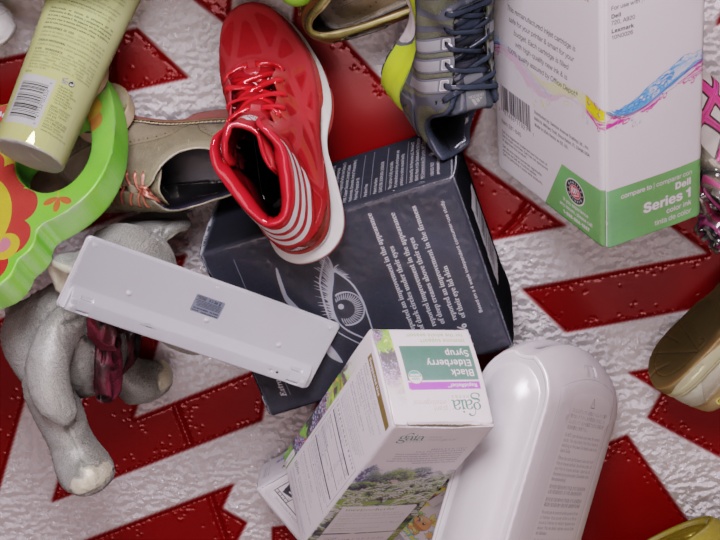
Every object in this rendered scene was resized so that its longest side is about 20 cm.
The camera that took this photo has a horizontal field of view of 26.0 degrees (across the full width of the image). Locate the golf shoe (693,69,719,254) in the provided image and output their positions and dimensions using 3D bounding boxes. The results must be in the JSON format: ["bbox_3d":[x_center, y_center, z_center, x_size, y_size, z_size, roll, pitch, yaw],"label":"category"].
[{"bbox_3d":[0.253,-0.107,1.134,0.092,0.073,0.200,-39,103,-18],"label":"golf shoe"}]

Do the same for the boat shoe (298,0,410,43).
[{"bbox_3d":[0.049,-0.213,1.084,0.200,0.068,0.072,-31,108,15],"label":"boat shoe"}]

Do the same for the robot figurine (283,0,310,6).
[{"bbox_3d":[-0.052,-0.264,1.001,0.115,0.200,0.176,21,119,17],"label":"robot figurine"}]

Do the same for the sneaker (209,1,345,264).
[{"bbox_3d":[-0.064,-0.112,1.066,0.078,0.116,0.201,-22,71,8],"label":"sneaker"}]

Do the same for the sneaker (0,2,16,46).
[{"bbox_3d":[-0.330,-0.224,1.096,0.199,0.075,0.100,27,115,-10],"label":"sneaker"}]

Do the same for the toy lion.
[{"bbox_3d":[-0.261,-0.051,1.110,0.199,0.192,0.069,-15,146,9],"label":"toy lion"}]

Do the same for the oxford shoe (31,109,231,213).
[{"bbox_3d":[-0.166,-0.075,1.159,0.199,0.075,0.071,-12,115,9],"label":"oxford shoe"}]

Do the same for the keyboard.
[{"bbox_3d":[-0.111,0.031,1.096,0.199,0.011,0.056,20,102,-26],"label":"keyboard"}]

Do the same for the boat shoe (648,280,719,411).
[{"bbox_3d":[0.311,0.031,1.193,0.066,0.074,0.200,34,115,-27],"label":"boat shoe"}]

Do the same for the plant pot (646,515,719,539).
[{"bbox_3d":[0.275,0.285,1.264,0.200,0.200,0.142,-30,85,16],"label":"plant pot"}]

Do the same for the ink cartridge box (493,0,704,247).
[{"bbox_3d":[0.158,-0.141,1.051,0.084,0.145,0.201,-18,124,-19],"label":"ink cartridge box"}]

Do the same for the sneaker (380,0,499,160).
[{"bbox_3d":[0.069,-0.152,1.052,0.074,0.081,0.200,-19,155,-16],"label":"sneaker"}]

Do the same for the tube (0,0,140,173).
[{"bbox_3d":[-0.194,-0.167,1.084,0.052,0.201,0.058,4,159,40],"label":"tube"}]

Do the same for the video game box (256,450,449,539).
[{"bbox_3d":[0.044,0.199,1.297,0.182,0.047,0.200,-31,111,18],"label":"video game box"}]

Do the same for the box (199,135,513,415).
[{"bbox_3d":[0.000,0.000,1.170,0.199,0.104,0.148,-15,114,11],"label":"box"}]

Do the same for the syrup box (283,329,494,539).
[{"bbox_3d":[0.016,0.125,1.141,0.078,0.082,0.200,1,146,-24],"label":"syrup box"}]

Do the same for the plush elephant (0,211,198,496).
[{"bbox_3d":[-0.181,0.032,1.161,0.155,0.165,0.200,-28,101,28],"label":"plush elephant"}]

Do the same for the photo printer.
[{"bbox_3d":[0.128,0.152,1.184,0.069,0.166,0.201,16,90,30],"label":"photo printer"}]
